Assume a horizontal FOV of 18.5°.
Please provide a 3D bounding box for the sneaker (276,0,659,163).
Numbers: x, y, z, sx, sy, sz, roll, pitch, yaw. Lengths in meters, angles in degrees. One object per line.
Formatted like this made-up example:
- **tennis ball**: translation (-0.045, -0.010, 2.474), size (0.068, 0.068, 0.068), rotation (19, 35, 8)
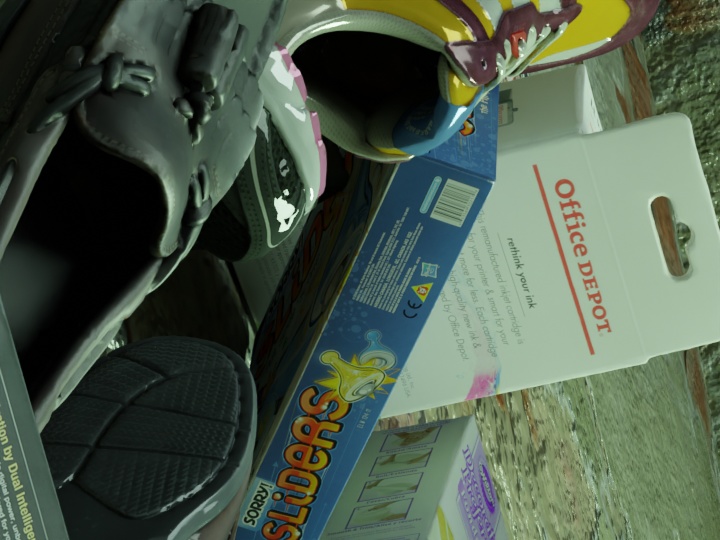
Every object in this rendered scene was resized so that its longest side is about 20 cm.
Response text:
- **sneaker**: translation (0.025, -0.072, 0.701), size (0.200, 0.075, 0.090), rotation (-1, 53, -35)

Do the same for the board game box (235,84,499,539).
- **board game box**: translation (0.000, 0.000, 0.826), size (0.135, 0.034, 0.200), rotation (-83, -165, -54)

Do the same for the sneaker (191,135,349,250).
- **sneaker**: translation (-0.081, -0.065, 0.731), size (0.114, 0.076, 0.199), rotation (62, 24, 8)

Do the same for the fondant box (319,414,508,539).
- **fondant box**: translation (0.031, 0.168, 0.998), size (0.200, 0.058, 0.144), rotation (-62, 137, -71)

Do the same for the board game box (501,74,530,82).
- **board game box**: translation (0.036, -0.064, 1.133), size (0.159, 0.097, 0.200), rotation (-51, 127, -73)

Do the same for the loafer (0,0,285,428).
- **loafer**: translation (-0.066, -0.009, 0.509), size (0.200, 0.063, 0.072), rotation (-55, 133, -20)

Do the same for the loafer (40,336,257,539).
- **loafer**: translation (-0.077, 0.096, 0.637), size (0.200, 0.072, 0.063), rotation (-70, 166, -55)

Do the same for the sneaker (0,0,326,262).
- **sneaker**: translation (-0.100, -0.064, 0.582), size (0.200, 0.080, 0.086), rotation (44, 65, -21)

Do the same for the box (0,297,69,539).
- **box**: translation (-0.124, 0.048, 0.372), size (0.160, 0.044, 0.200), rotation (-26, 105, -49)

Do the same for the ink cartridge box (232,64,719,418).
- **ink cartridge box**: translation (0.053, -0.012, 0.941), size (0.067, 0.200, 0.117), rotation (-78, 153, -59)
